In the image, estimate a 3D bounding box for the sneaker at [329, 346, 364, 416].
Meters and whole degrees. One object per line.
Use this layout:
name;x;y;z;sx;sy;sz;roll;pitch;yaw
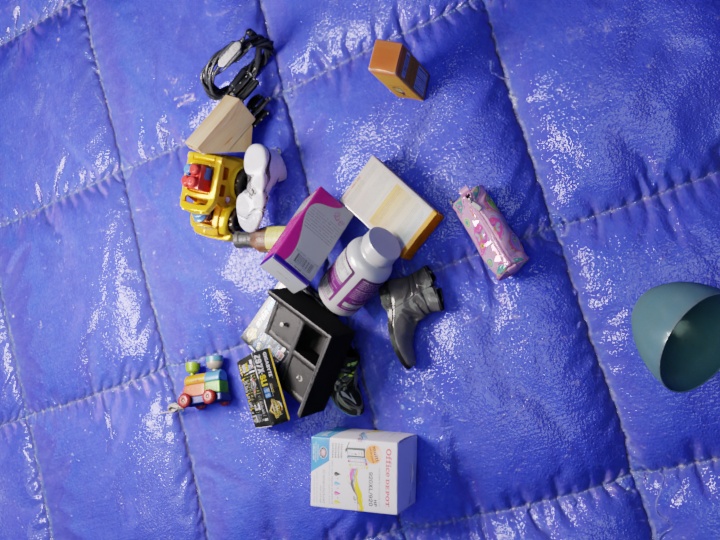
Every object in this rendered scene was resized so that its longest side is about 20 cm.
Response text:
sneaker;-0.036;0.223;1.702;0.082;0.070;0.204;-31;72;55

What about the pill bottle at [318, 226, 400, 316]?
pill bottle;0.000;0.000;1.653;0.113;0.111;0.200;56;131;15

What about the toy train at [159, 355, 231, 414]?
toy train;-0.408;0.274;1.858;0.196;0.084;0.119;-12;73;21

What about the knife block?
knife block;-0.303;-0.366;1.790;0.063;0.197;0.180;24;116;46

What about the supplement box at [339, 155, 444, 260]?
supplement box;0.068;-0.136;1.688;0.200;0.073;0.127;44;102;16

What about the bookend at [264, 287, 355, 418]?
bookend;-0.138;0.173;1.684;0.198;0.091;0.202;34;111;29

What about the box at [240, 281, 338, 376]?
box;-0.164;0.129;1.782;0.158;0.046;0.202;39;102;19

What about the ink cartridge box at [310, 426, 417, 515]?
ink cartridge box;0.010;0.423;1.644;0.195;0.144;0.151;-1;86;21

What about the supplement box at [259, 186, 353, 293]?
supplement box;-0.116;-0.066;1.681;0.101;0.103;0.202;39;66;-13

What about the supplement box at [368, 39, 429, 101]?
supplement box;0.084;-0.418;1.628;0.065;0.199;0.070;14;89;21

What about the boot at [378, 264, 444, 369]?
boot;0.122;0.100;1.661;0.129;0.070;0.205;-17;85;15

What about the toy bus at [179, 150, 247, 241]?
toy bus;-0.357;-0.178;1.799;0.133;0.191;0.205;13;93;20

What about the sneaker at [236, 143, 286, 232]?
sneaker;-0.224;-0.193;1.793;0.074;0.114;0.205;15;105;21

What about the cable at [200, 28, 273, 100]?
cable;-0.289;-0.478;1.802;0.200;0.163;0.051;-44;80;22

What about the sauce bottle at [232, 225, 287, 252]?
sauce bottle;-0.204;-0.073;1.798;0.195;0.066;0.068;3;88;20

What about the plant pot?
plant pot;0.581;0.103;1.427;0.203;0.198;0.135;-58;36;9

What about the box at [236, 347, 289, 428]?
box;-0.220;0.266;1.722;0.048;0.200;0.163;-13;82;-21

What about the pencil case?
pencil case;0.268;-0.082;1.601;0.087;0.087;0.203;-33;77;17
